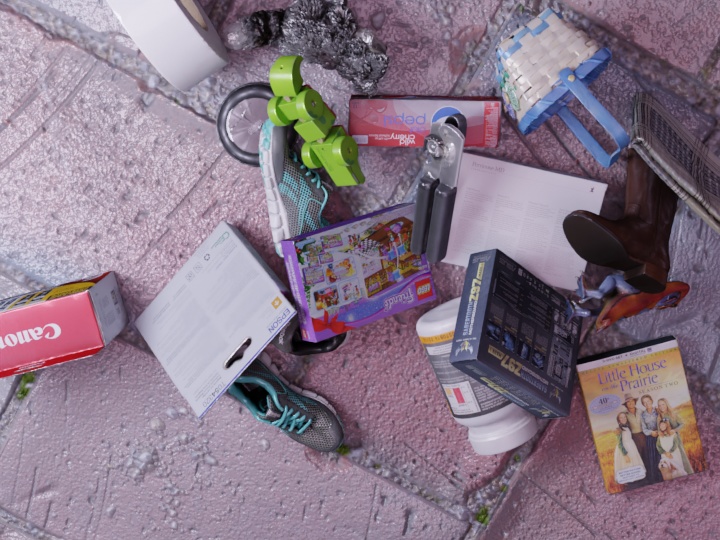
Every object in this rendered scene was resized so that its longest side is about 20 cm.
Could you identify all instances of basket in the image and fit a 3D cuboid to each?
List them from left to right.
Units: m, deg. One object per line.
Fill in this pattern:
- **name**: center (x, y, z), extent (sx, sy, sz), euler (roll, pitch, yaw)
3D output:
- **basket**: center (0.263, -0.219, 1.440), extent (0.139, 0.176, 0.200), euler (-43, 82, 0)

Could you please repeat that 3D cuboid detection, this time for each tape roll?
- **tape roll**: center (-0.249, -0.326, 1.416), extent (0.071, 0.202, 0.203), euler (-33, 98, 8)

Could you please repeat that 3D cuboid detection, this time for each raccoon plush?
- **raccoon plush**: center (-0.059, -0.269, 1.440), extent (0.200, 0.097, 0.134), euler (-25, 69, -15)

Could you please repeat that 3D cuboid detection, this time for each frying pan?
- **frying pan**: center (-0.130, -0.160, 1.533), extent (0.115, 0.031, 0.190), euler (-14, 98, 7)

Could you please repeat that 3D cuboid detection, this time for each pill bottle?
- **pill bottle**: center (0.162, 0.140, 1.536), extent (0.116, 0.116, 0.200), euler (-21, 99, 5)

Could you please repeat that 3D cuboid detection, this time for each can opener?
- **can opener**: center (0.109, -0.106, 1.465), extent (0.053, 0.067, 0.200), euler (30, 132, 29)

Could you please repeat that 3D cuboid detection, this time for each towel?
- **towel**: center (0.421, -0.133, 1.443), extent (0.200, 0.193, 0.035), euler (44, 118, -8)

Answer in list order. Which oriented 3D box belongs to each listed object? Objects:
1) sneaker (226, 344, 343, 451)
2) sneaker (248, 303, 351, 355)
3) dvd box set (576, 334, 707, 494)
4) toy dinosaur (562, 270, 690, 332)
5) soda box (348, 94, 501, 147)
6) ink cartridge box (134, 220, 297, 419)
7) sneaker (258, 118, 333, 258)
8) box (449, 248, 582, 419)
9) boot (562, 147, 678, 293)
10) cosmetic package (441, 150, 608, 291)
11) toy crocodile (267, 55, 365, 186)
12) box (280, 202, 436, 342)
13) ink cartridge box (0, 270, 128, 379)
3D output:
- **sneaker**: center (-0.112, 0.191, 1.558), extent (0.200, 0.091, 0.078), euler (37, 107, -6)
- **sneaker**: center (-0.112, 0.074, 1.544), extent (0.200, 0.091, 0.067), euler (10, 100, 0)
- **dvd box set**: center (0.393, 0.203, 1.586), extent (0.146, 0.029, 0.200), euler (-14, 101, 4)
- **toy dinosaur**: center (0.363, 0.046, 1.495), extent (0.181, 0.200, 0.105), euler (2, 125, -11)
- **soda box**: center (0.084, -0.198, 1.496), extent (0.200, 0.070, 0.063), euler (2, 104, 2)
- **ink cartridge box**: center (-0.189, 0.067, 1.513), extent (0.196, 0.043, 0.200), euler (-47, 56, 9)
- **sneaker**: center (-0.083, -0.115, 1.504), extent (0.091, 0.078, 0.200), euler (-10, 123, -4)
- **box**: center (0.207, 0.086, 1.475), extent (0.200, 0.051, 0.158), euler (31, 59, -35)
- **boot**: center (0.340, -0.095, 1.449), extent (0.186, 0.064, 0.200), euler (35, 58, -31)
- **cosmetic package**: center (0.215, -0.068, 1.528), extent (0.200, 0.052, 0.151), euler (13, 103, -1)
- **toy crocodile**: center (-0.054, -0.184, 1.439), extent (0.067, 0.062, 0.200), euler (-5, 134, 42)
- **box**: center (0.000, 0.000, 1.501), extent (0.200, 0.039, 0.137), euler (-18, 102, -30)
- **ink cartridge box**: center (-0.432, 0.077, 1.511), extent (0.200, 0.176, 0.084), euler (-14, 100, 4)
